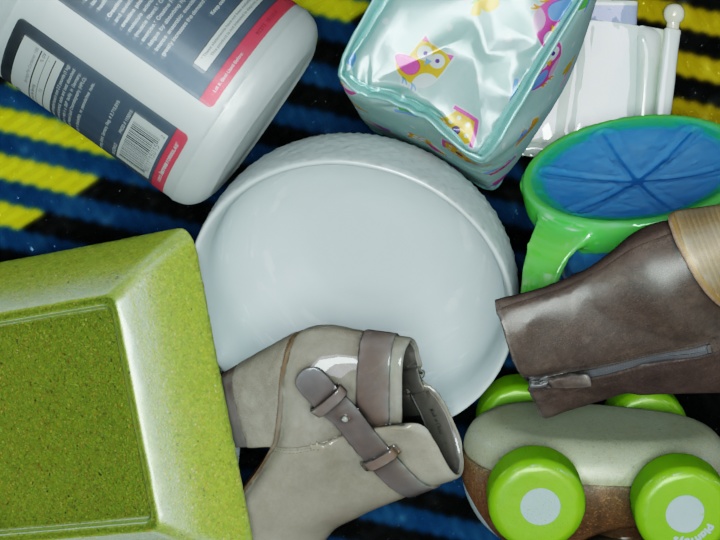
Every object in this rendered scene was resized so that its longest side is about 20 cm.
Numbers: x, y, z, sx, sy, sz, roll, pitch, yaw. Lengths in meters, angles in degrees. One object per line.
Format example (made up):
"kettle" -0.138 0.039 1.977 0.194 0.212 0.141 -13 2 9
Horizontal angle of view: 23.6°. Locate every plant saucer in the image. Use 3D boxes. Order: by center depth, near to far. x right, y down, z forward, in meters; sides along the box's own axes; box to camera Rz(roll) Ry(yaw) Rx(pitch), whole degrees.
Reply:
"plant saucer" -0.176 0.089 1.044 0.200 0.048 0.200 -9 93 30

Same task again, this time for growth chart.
"growth chart" 0.109 -0.134 1.093 0.200 0.018 0.145 12 92 0

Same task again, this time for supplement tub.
"supplement tub" -0.139 -0.147 1.032 0.200 0.140 0.140 36 92 -1

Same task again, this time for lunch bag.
"lunch bag" 0.079 -0.162 0.999 0.122 0.170 0.200 28 91 6

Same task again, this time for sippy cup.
"sippy cup" 0.172 -0.006 1.036 0.178 0.140 0.130 -13 119 -2

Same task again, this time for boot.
"boot" 0.178 0.045 0.972 0.166 0.072 0.200 -23 135 12
"boot" -0.008 0.124 1.038 0.146 0.070 0.200 -10 118 22

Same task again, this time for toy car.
"toy car" 0.136 0.183 1.044 0.158 0.164 0.200 3 104 0

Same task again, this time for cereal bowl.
"cereal bowl" 0.000 0.000 1.048 0.200 0.083 0.200 6 123 9

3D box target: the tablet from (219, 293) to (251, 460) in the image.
"tablet" -0.141 0.101 1.106 0.130 0.014 0.200 5 93 0
